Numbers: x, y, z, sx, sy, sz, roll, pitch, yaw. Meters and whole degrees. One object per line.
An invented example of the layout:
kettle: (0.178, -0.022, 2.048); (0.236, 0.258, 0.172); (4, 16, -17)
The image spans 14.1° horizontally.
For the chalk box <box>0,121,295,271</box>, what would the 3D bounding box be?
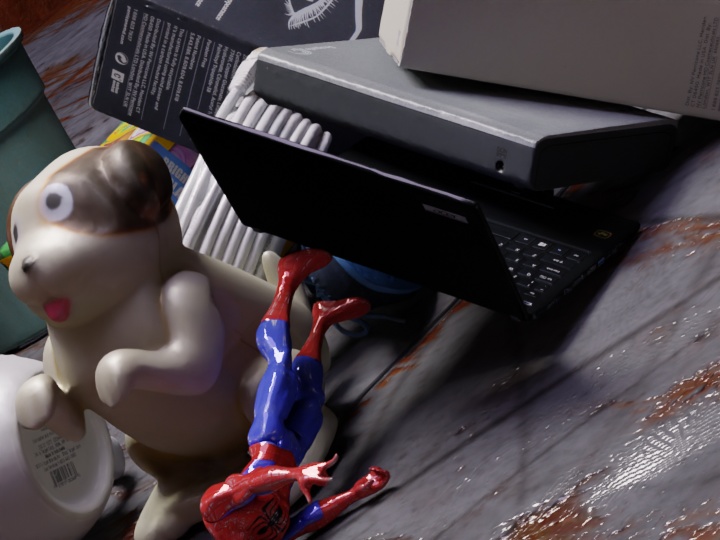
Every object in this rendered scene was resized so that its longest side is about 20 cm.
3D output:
chalk box: (-0.120, -0.040, 1.952); (0.200, 0.124, 0.125); (-50, 17, -29)

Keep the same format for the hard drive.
hard drive: (0.058, -0.091, 1.642); (0.200, 0.033, 0.139); (20, 19, 35)

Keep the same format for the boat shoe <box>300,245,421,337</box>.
boat shoe: (0.000, 0.000, 1.726); (0.069, 0.084, 0.200); (-38, -4, 15)

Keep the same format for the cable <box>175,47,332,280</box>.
cable: (-0.084, -0.009, 1.759); (0.200, 0.069, 0.200); (114, 178, -47)

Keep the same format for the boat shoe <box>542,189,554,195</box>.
boat shoe: (0.075, -0.046, 1.706); (0.072, 0.072, 0.200); (-21, 18, 4)

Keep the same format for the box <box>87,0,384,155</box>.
box: (-0.051, -0.144, 1.869); (0.148, 0.199, 0.105); (-60, -8, -47)

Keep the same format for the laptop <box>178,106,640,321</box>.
laptop: (0.029, -0.050, 1.513); (0.177, 0.104, 0.200); (20, 32, 26)

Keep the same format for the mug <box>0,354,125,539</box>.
mug: (-0.222, 0.122, 1.707); (0.175, 0.148, 0.200); (-20, -11, 30)

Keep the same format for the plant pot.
plant pot: (-0.292, -0.052, 2.277); (0.200, 0.196, 0.200); (-32, 14, 9)

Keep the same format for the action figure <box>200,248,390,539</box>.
action figure: (-0.020, 0.078, 1.465); (0.099, 0.065, 0.201); (-11, 45, 35)

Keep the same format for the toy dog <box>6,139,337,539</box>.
toy dog: (-0.105, 0.022, 1.562); (0.139, 0.200, 0.194); (-13, 35, 50)

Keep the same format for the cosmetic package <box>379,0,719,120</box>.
cosmetic package: (0.117, -0.141, 1.653); (0.199, 0.071, 0.105); (9, 12, -10)
